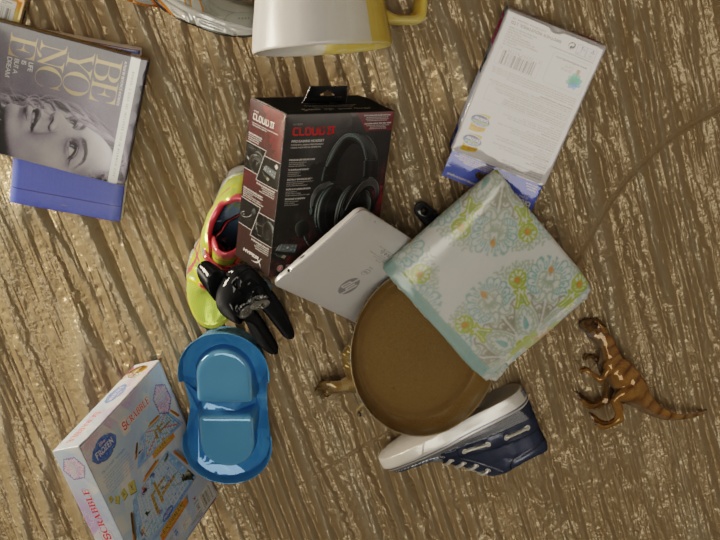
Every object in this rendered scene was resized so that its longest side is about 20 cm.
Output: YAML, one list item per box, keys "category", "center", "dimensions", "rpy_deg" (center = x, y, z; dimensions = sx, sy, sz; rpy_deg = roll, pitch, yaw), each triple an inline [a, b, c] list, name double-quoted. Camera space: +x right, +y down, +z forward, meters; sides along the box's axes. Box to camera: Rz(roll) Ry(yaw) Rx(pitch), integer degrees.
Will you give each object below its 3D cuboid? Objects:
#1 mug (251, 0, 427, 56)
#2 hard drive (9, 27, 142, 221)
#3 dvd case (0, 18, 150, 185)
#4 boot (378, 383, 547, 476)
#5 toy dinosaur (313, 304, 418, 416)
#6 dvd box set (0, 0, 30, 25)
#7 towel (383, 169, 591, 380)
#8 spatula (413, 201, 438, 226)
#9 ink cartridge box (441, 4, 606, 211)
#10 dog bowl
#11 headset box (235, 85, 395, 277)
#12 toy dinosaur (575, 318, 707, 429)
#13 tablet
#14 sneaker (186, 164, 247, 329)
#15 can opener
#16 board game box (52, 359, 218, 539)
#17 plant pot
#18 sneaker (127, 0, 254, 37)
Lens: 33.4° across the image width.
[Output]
- category: "mug"
  center: [-0.035, -0.310, 1.270]
  dimensions: [0.148, 0.186, 0.155]
  rpy_deg: [0, 97, 34]
- category: "hard drive"
  center: [-0.326, -0.165, 1.370]
  dimensions: [0.131, 0.025, 0.202]
  rpy_deg: [10, 109, -2]
- category: "dvd case"
  center: [-0.346, -0.189, 1.337]
  dimensions: [0.198, 0.016, 0.150]
  rpy_deg: [14, 110, -5]
- category: "boot"
  center: [0.127, 0.221, 1.467]
  dimensions: [0.199, 0.073, 0.091]
  rpy_deg: [-26, 101, 9]
- category: "toy dinosaur"
  center: [0.029, 0.112, 1.438]
  dimensions: [0.101, 0.058, 0.200]
  rpy_deg: [42, 108, -14]
- category: "dvd box set"
  center: [-0.462, -0.244, 1.343]
  dimensions: [0.145, 0.029, 0.202]
  rpy_deg: [19, 109, -5]
- category: "towel"
  center: [0.148, 0.010, 1.368]
  dimensions: [0.171, 0.048, 0.200]
  rpy_deg: [-42, 112, 4]
- category: "spatula"
  center: [0.136, -0.009, 1.412]
  dimensions: [0.200, 0.021, 0.057]
  rpy_deg: [42, 78, -8]
- category: "ink cartridge box"
  center: [0.179, -0.180, 1.344]
  dimensions: [0.118, 0.042, 0.202]
  rpy_deg: [20, 106, -6]
- category: "dog bowl"
  center: [-0.162, 0.160, 1.466]
  dimensions: [0.110, 0.050, 0.202]
  rpy_deg: [0, 111, 2]
- category: "headset box"
  center: [-0.050, -0.106, 1.321]
  dimensions: [0.148, 0.077, 0.202]
  rpy_deg: [-7, 115, -37]
- category: "toy dinosaur"
  center: [0.323, 0.147, 1.444]
  dimensions: [0.106, 0.060, 0.200]
  rpy_deg: [-41, 104, 12]
- category: "tablet"
  center: [0.000, 0.000, 1.354]
  dimensions: [0.130, 0.200, 0.014]
  rpy_deg: [-40, 59, 13]
- category: "sneaker"
  center: [-0.160, -0.019, 1.383]
  dimensions: [0.077, 0.090, 0.202]
  rpy_deg: [14, 110, -4]
- category: "can opener"
  center: [-0.117, 0.043, 1.371]
  dimensions: [0.063, 0.079, 0.200]
  rpy_deg: [-38, 149, 1]
- category: "board game box"
  center: [-0.259, 0.242, 1.419]
  dimensions: [0.041, 0.200, 0.201]
  rpy_deg: [-12, 109, 23]
- category: "plant pot"
  center: [0.073, 0.093, 1.410]
  dimensions: [0.198, 0.027, 0.202]
  rpy_deg: [-2, 95, -25]
- category: "sneaker"
  center: [-0.185, -0.316, 1.292]
  dimensions: [0.198, 0.076, 0.093]
  rpy_deg: [19, 102, -8]
